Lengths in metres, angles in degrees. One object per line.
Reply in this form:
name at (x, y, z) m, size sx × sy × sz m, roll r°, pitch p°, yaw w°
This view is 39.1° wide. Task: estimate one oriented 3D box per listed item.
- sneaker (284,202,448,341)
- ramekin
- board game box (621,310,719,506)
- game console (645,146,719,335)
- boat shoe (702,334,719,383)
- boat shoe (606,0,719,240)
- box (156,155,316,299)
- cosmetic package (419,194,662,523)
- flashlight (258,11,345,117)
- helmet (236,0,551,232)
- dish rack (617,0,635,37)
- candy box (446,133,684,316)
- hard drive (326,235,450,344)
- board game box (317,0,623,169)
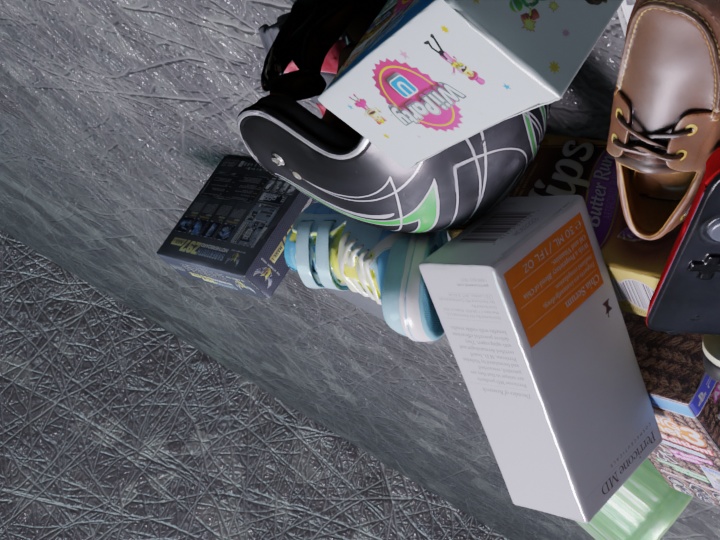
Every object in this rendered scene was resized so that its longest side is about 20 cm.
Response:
sneaker at (0.000, 0.000, 0.766) m, size 0.130 × 0.200 × 0.080 m, roll -6°, pitch 111°, yaw 8°
ramekin at (0.305, 0.213, 1.105) m, size 0.098 × 0.200 × 0.200 m, roll 37°, pitch 164°, yaw 13°
board game box at (0.287, 0.078, 0.812) m, size 0.097 × 0.160 × 0.200 m, roll 14°, pitch 154°, yaw 47°
game console at (0.285, -0.009, 0.596) m, size 0.200 × 0.031 × 0.177 m, roll 4°, pitch 140°, yaw 2°
boat shoe at (0.330, 0.064, 0.694) m, size 0.201 × 0.074 × 0.063 m, roll -2°, pitch 129°, yaw -5°
boat shoe at (0.177, -0.084, 0.571) m, size 0.072 × 0.068 × 0.200 m, roll 25°, pitch 160°, yaw 25°
box at (-0.136, -0.056, 1.202) m, size 0.200 × 0.158 × 0.051 m, roll 11°, pitch 153°, yaw 49°
cosmetic package at (0.128, 0.059, 0.697) m, size 0.071 × 0.101 × 0.200 m, roll 3°, pitch 122°, yaw 51°
flashlight at (-0.020, -0.118, 0.846) m, size 0.068 × 0.068 × 0.200 m, roll -3°, pitch 116°, yaw 37°
helmet at (0.035, -0.118, 0.681) m, size 0.190 × 0.200 × 0.200 m, roll 12°, pitch 155°, yaw 29°
dish rack at (0.222, -0.123, 0.574) m, size 0.171 × 0.044 × 0.200 m, roll 20°, pitch 158°, yaw 38°
candy box at (0.176, -0.038, 0.755) m, size 0.200 × 0.117 × 0.056 m, roll 14°, pitch 148°, yaw 45°
hard drive at (0.075, -0.013, 0.954) m, size 0.139 × 0.033 × 0.200 m, roll 29°, pitch 136°, yaw -20°
board game box at (0.079, -0.153, 0.471) m, size 0.064 × 0.200 × 0.148 m, roll 37°, pitch 162°, yaw -14°
